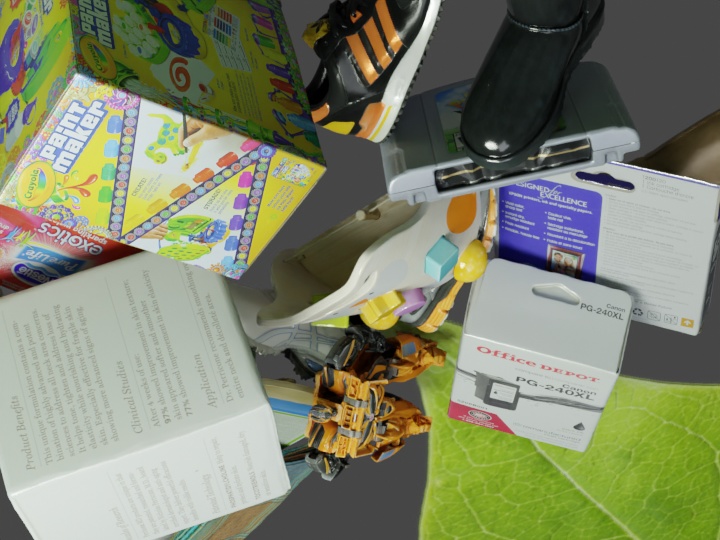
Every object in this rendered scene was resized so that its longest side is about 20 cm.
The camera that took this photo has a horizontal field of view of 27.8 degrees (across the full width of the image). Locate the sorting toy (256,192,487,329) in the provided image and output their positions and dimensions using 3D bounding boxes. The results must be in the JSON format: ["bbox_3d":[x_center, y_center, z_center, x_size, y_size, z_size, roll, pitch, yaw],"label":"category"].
[{"bbox_3d":[0.000,0.000,1.198,0.200,0.107,0.180,-30,177,29],"label":"sorting toy"}]

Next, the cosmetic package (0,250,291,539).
[{"bbox_3d":[-0.179,0.104,1.139,0.199,0.168,0.167,-18,150,-7],"label":"cosmetic package"}]

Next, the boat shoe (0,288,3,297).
[{"bbox_3d":[-0.335,0.039,1.185,0.065,0.072,0.200,-2,179,-4],"label":"boat shoe"}]

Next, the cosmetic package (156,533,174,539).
[{"bbox_3d":[-0.231,0.257,1.499,0.101,0.071,0.200,19,126,-32],"label":"cosmetic package"}]

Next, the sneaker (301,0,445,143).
[{"bbox_3d":[0.004,-0.188,1.116,0.090,0.070,0.200,9,129,-14],"label":"sneaker"}]

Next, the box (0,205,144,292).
[{"bbox_3d":[-0.239,-0.038,1.172,0.200,0.096,0.100,25,125,-36],"label":"box"}]

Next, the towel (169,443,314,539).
[{"bbox_3d":[-0.125,0.246,1.465,0.200,0.022,0.146,-48,157,28],"label":"towel"}]

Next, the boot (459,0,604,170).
[{"bbox_3d":[0.125,-0.195,1.079,0.199,0.073,0.163,-57,154,-21],"label":"boot"}]

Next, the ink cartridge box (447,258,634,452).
[{"bbox_3d":[0.164,0.083,1.361,0.145,0.084,0.200,14,154,7],"label":"ink cartridge box"}]

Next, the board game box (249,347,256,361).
[{"bbox_3d":[-0.203,0.061,1.310,0.200,0.024,0.105,25,147,-36],"label":"board game box"}]

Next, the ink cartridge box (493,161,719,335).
[{"bbox_3d":[0.215,-0.039,1.277,0.198,0.043,0.200,15,143,17],"label":"ink cartridge box"}]

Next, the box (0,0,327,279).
[{"bbox_3d":[-0.150,-0.127,1.032,0.192,0.200,0.122,19,127,-32],"label":"box"}]

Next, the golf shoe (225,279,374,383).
[{"bbox_3d":[-0.065,0.035,1.337,0.097,0.078,0.200,-50,136,9],"label":"golf shoe"}]

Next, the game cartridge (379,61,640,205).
[{"bbox_3d":[0.114,-0.116,1.174,0.199,0.133,0.041,-12,120,2],"label":"game cartridge"}]

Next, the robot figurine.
[{"bbox_3d":[0.013,0.118,1.350,0.200,0.058,0.146,-11,114,-64],"label":"robot figurine"}]

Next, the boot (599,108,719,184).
[{"bbox_3d":[0.321,-0.068,1.343,0.200,0.066,0.175,-27,137,9],"label":"boot"}]

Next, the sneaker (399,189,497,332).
[{"bbox_3d":[0.064,-0.024,1.302,0.077,0.078,0.200,14,128,-15],"label":"sneaker"}]

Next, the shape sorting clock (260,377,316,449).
[{"bbox_3d":[-0.114,0.132,1.391,0.199,0.039,0.200,-1,155,-1],"label":"shape sorting clock"}]
